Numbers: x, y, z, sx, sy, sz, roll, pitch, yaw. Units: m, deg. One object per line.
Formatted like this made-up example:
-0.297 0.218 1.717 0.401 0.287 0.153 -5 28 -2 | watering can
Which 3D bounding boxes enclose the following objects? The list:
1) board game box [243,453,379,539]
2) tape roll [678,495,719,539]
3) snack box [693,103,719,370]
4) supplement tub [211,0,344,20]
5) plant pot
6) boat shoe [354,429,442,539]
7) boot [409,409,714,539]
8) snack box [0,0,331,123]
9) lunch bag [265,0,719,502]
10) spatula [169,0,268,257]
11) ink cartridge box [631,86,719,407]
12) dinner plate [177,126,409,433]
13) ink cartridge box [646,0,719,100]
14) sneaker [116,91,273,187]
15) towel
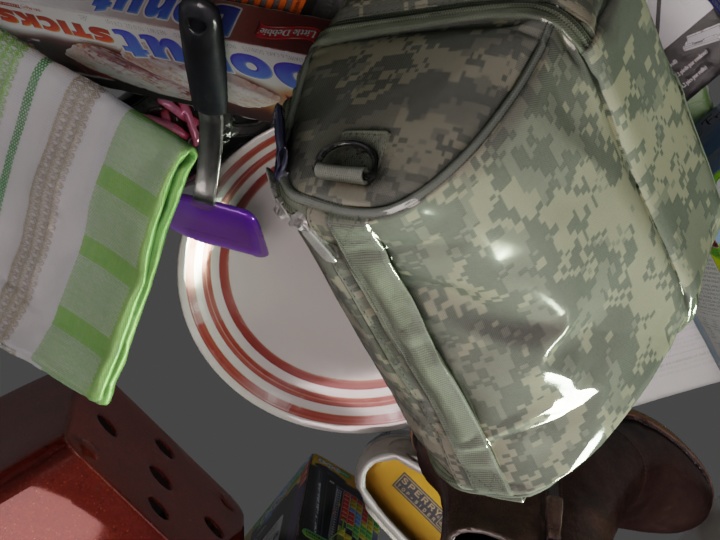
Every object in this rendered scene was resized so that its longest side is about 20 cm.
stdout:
-0.068 0.223 1.006 0.057 0.166 0.200 34 111 -11 | board game box
0.270 0.225 0.997 0.201 0.139 0.204 2 113 4 | tape roll
0.247 -0.008 0.899 0.168 0.068 0.201 -37 109 -17 | snack box
-0.055 -0.180 0.861 0.199 0.123 0.123 24 112 -6 | supplement tub
-0.171 0.170 0.985 0.176 0.200 0.200 -42 104 9 | plant pot
0.077 0.165 0.991 0.200 0.070 0.071 42 97 4 | boat shoe
0.115 0.132 0.947 0.199 0.167 0.073 25 116 -17 | boot
-0.090 -0.107 0.866 0.199 0.024 0.072 14 157 23 | snack box
0.052 -0.023 0.744 0.138 0.168 0.201 -1 137 30 | lunch bag
-0.074 -0.064 0.863 0.056 0.021 0.201 14 145 8 | spatula
0.146 -0.035 0.940 0.103 0.059 0.201 -17 108 11 | ink cartridge box
0.000 0.000 0.975 0.198 0.024 0.201 -1 119 -3 | dinner plate
0.082 -0.081 0.872 0.200 0.044 0.094 -40 101 17 | ink cartridge box
-0.114 -0.062 0.930 0.199 0.095 0.079 -33 104 15 | sneaker
-0.184 -0.040 0.894 0.199 0.031 0.150 29 112 23 | towel
